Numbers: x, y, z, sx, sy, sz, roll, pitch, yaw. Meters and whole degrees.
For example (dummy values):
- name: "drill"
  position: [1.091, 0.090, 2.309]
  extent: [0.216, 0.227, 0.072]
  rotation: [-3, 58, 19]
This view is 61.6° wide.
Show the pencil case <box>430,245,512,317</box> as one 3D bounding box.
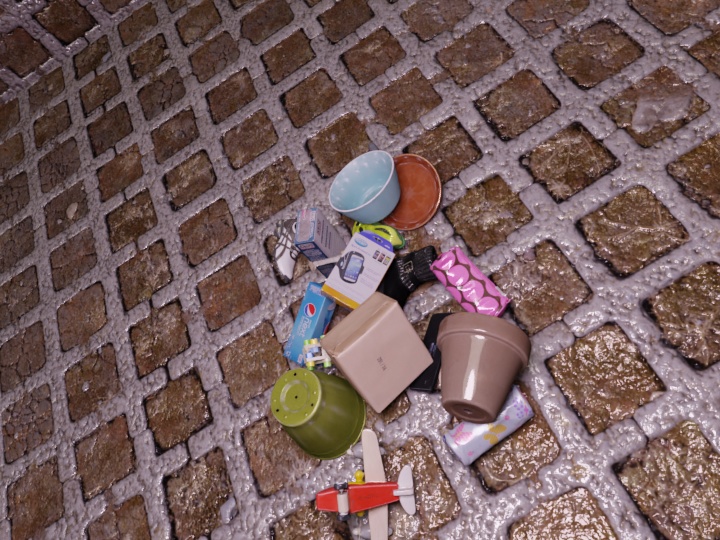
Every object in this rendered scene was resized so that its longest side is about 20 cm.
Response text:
- name: "pencil case"
  position: [0.257, 0.032, 1.413]
  extent: [0.200, 0.090, 0.094]
  rotation: [46, 124, 12]

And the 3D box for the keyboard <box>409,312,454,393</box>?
- name: "keyboard"
  position: [0.188, 0.190, 1.411]
  extent: [0.126, 0.021, 0.203]
  rotation: [-7, 55, 49]

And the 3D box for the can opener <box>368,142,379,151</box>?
- name: "can opener"
  position: [0.070, -0.277, 1.706]
  extent: [0.052, 0.066, 0.201]
  rotation: [-36, 61, 4]

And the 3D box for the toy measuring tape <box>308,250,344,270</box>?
- name: "toy measuring tape"
  position: [-0.034, -0.015, 1.554]
  extent: [0.197, 0.074, 0.074]
  rotation: [-16, 55, -14]

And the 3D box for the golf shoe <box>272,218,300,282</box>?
- name: "golf shoe"
  position: [-0.194, -0.066, 1.702]
  extent: [0.093, 0.078, 0.203]
  rotation: [-14, 61, 16]

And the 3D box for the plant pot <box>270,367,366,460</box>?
- name: "plant pot"
  position: [-0.110, 0.316, 1.397]
  extent: [0.197, 0.193, 0.204]
  rotation: [-10, 60, 18]

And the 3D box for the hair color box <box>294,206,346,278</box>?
- name: "hair color box"
  position: [-0.102, -0.069, 1.588]
  extent: [0.059, 0.200, 0.102]
  rotation: [-7, 61, 20]

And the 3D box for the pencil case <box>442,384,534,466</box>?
- name: "pencil case"
  position: [0.273, 0.328, 1.289]
  extent: [0.199, 0.084, 0.091]
  rotation: [-37, 13, 3]

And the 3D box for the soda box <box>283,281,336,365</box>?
- name: "soda box"
  position: [-0.123, 0.135, 1.534]
  extent: [0.063, 0.068, 0.203]
  rotation: [23, 95, 28]

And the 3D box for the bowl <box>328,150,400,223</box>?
- name: "bowl"
  position: [0.026, -0.202, 1.572]
  extent: [0.198, 0.105, 0.203]
  rotation: [-23, 44, 24]

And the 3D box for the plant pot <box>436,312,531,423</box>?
- name: "plant pot"
  position: [0.239, 0.210, 1.243]
  extent: [0.197, 0.201, 0.177]
  rotation: [6, 57, 26]

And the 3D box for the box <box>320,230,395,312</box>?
- name: "box"
  position: [0.000, 0.000, 1.490]
  extent: [0.118, 0.042, 0.202]
  rotation: [29, 68, 6]

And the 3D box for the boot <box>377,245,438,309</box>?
- name: "boot"
  position: [0.125, 0.041, 1.504]
  extent: [0.155, 0.080, 0.214]
  rotation: [-11, 60, 18]

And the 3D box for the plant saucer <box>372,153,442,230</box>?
- name: "plant saucer"
  position: [0.127, -0.209, 1.622]
  extent: [0.197, 0.032, 0.204]
  rotation: [1, 91, 27]

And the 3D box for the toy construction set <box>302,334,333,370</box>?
- name: "toy construction set"
  position: [-0.057, 0.200, 1.459]
  extent: [0.131, 0.197, 0.094]
  rotation: [-28, 55, 57]

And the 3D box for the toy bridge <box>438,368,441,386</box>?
- name: "toy bridge"
  position: [0.216, 0.231, 1.397]
  extent: [0.066, 0.027, 0.203]
  rotation: [-3, 63, 24]

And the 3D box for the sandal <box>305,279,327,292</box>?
- name: "sandal"
  position: [-0.053, 0.043, 1.597]
  extent: [0.197, 0.082, 0.055]
  rotation: [-13, 37, 25]

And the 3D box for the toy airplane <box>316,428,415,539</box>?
- name: "toy airplane"
  position: [0.024, 0.478, 1.306]
  extent: [0.198, 0.141, 0.201]
  rotation: [40, 72, -4]

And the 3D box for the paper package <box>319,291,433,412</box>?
- name: "paper package"
  position: [0.039, 0.182, 1.371]
  extent: [0.190, 0.201, 0.103]
  rotation: [-40, 30, -11]

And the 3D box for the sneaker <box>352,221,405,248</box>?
- name: "sneaker"
  position: [0.045, -0.096, 1.618]
  extent: [0.199, 0.083, 0.075]
  rotation: [34, 99, 51]
